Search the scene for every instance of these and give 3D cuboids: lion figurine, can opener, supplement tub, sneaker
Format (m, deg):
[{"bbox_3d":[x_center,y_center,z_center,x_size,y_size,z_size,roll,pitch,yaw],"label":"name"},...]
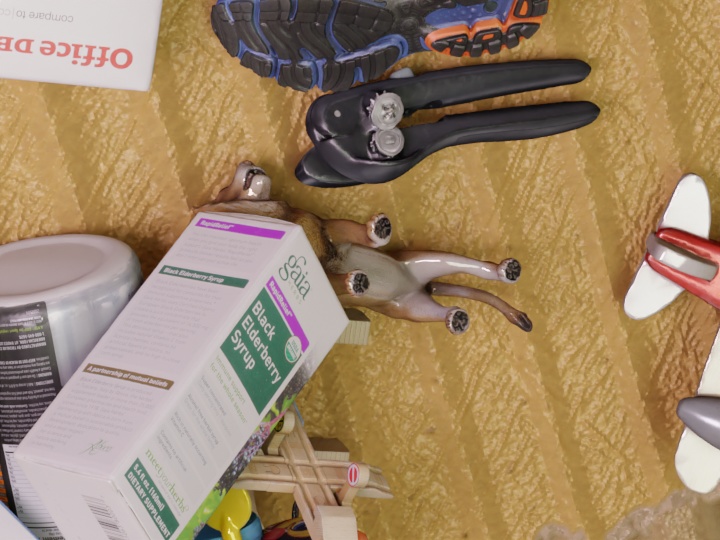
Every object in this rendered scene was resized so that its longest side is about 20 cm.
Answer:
[{"bbox_3d":[0.000,0.000,1.736,0.199,0.122,0.073,28,73,-37],"label":"lion figurine"},{"bbox_3d":[0.055,-0.097,1.740,0.199,0.079,0.064,-16,95,-21],"label":"can opener"},{"bbox_3d":[-0.172,0.090,1.686,0.122,0.123,0.201,-14,111,-14],"label":"supplement tub"},{"bbox_3d":[0.010,-0.160,1.702,0.199,0.079,0.076,-6,131,-1],"label":"sneaker"}]

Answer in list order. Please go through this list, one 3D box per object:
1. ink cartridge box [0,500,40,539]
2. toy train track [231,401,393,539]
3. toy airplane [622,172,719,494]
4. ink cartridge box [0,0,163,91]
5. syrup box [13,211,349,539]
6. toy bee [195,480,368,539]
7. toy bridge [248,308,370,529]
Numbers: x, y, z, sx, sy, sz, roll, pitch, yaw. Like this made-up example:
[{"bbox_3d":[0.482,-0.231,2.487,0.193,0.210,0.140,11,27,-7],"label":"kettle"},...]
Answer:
[{"bbox_3d":[-0.220,0.215,1.678,0.115,0.200,0.068,44,61,11],"label":"ink cartridge box"},{"bbox_3d":[-0.041,0.081,1.686,0.114,0.200,0.033,6,129,-31],"label":"toy train track"},{"bbox_3d":[0.267,0.021,1.799,0.198,0.141,0.201,-23,112,-10],"label":"toy airplane"},{"bbox_3d":[-0.179,-0.208,1.612,0.145,0.084,0.201,4,105,-19],"label":"ink cartridge box"},{"bbox_3d":[-0.097,0.064,1.613,0.200,0.081,0.079,-53,134,-30],"label":"syrup box"},{"bbox_3d":[-0.052,0.168,1.674,0.200,0.108,0.131,-53,123,-34],"label":"toy bee"},{"bbox_3d":[-0.041,0.115,1.788,0.067,0.027,0.201,3,105,-19],"label":"toy bridge"}]
